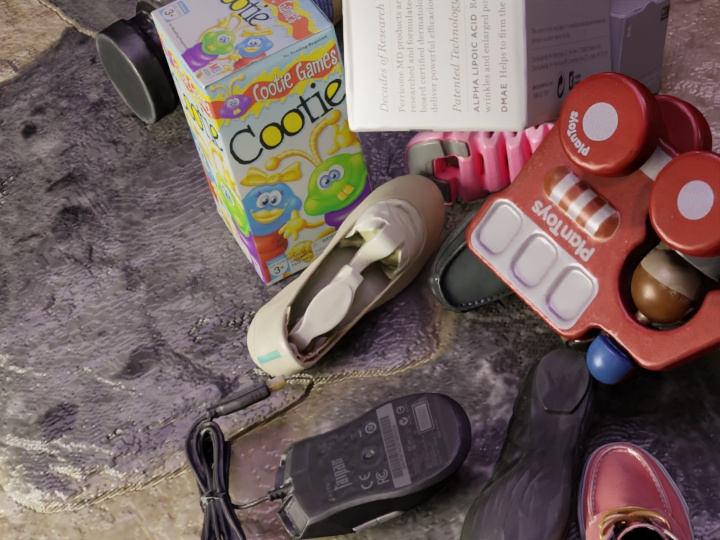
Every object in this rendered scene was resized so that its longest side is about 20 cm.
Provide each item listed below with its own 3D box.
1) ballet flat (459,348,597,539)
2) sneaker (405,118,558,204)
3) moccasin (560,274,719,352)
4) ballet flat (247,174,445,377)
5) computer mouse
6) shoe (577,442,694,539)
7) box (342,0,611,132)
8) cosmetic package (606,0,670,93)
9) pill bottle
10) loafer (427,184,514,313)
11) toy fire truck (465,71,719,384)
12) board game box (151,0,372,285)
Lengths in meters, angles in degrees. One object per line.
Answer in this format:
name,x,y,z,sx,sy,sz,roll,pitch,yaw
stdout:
ballet flat,0.113,0.142,1.210,0.066,0.057,0.201,15,59,17
sneaker,0.137,-0.098,1.407,0.198,0.080,0.096,6,35,16
moccasin,0.232,0.008,1.274,0.199,0.074,0.079,-7,75,18
ballet flat,0.000,0.000,1.343,0.069,0.070,0.200,28,65,33
computer mouse,-0.023,0.123,1.258,0.199,0.046,0.141,-26,50,6
shoe,0.172,0.167,1.133,0.071,0.091,0.201,-10,47,4
box,0.083,-0.203,1.289,0.130,0.202,0.199,2,11,25
cosmetic package,0.130,-0.185,1.450,0.199,0.091,0.107,19,25,27
pill bottle,-0.113,-0.209,1.535,0.199,0.112,0.112,-35,49,-17
loafer,0.135,-0.036,1.315,0.200,0.068,0.070,-34,16,5
toy fire truck,0.179,-0.020,1.215,0.200,0.112,0.168,45,109,28
board game box,-0.066,-0.107,1.369,0.102,0.201,0.105,-26,46,-11
